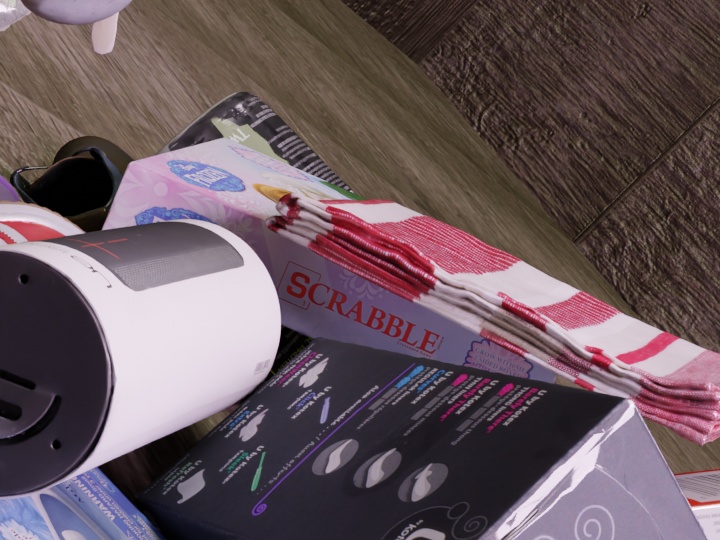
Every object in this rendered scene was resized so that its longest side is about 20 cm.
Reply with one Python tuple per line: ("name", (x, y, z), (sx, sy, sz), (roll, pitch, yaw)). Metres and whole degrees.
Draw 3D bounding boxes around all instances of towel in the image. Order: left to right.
("towel", (0.073, 0.013, 0.908), (0.200, 0.023, 0.144), (26, 10, 18))

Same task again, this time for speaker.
("speaker", (-0.091, 0.026, 0.774), (0.081, 0.081, 0.200), (46, 12, 7))

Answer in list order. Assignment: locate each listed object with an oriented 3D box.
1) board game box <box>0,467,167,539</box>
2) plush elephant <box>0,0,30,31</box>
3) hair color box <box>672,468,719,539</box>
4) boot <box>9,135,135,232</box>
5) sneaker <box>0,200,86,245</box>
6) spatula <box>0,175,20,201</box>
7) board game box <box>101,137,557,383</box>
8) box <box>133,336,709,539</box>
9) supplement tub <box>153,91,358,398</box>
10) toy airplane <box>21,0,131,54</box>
("board game box", (-0.068, 0.149, 0.710), (0.200, 0.043, 0.199), (45, 10, 6))
("plush elephant", (-0.228, -0.150, 0.968), (0.165, 0.155, 0.200), (36, 12, -42))
("hair color box", (0.138, 0.181, 0.864), (0.111, 0.200, 0.064), (-2, 6, -31))
("boot", (-0.126, -0.036, 1.070), (0.200, 0.075, 0.097), (-118, -171, -53))
("sneaker", (-0.150, 0.017, 0.847), (0.200, 0.071, 0.112), (23, 18, -46))
("spatula", (-0.159, 0.005, 1.011), (0.057, 0.021, 0.200), (43, 9, -38))
("board game box", (0.000, 0.000, 1.003), (0.199, 0.041, 0.200), (23, 9, 4))
("box", (0.027, 0.110, 0.791), (0.200, 0.106, 0.122), (7, -46, 58))
("supplement tub", (-0.036, 0.010, 1.210), (0.200, 0.123, 0.123), (46, 9, 3))
("toy airplane", (-0.181, -0.105, 0.812), (0.200, 0.199, 0.141), (31, -34, 47))
